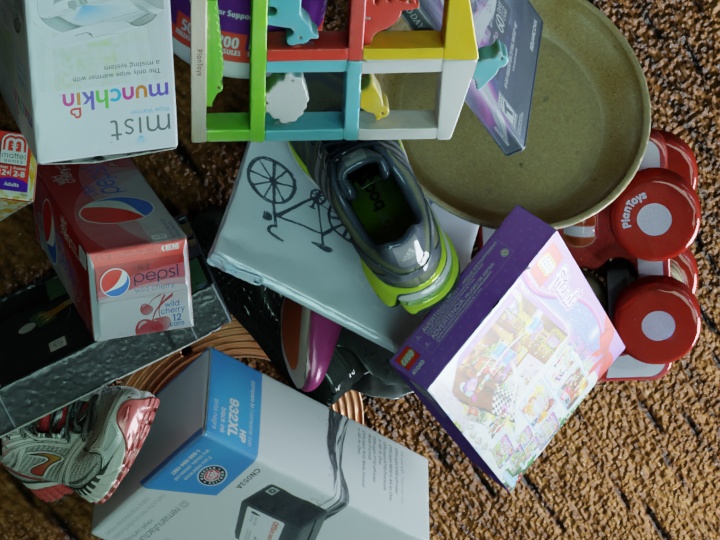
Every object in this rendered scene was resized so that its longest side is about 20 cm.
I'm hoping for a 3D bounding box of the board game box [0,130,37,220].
[{"bbox_3d":[-0.323,-0.065,1.534,0.199,0.151,0.047,7,80,-22],"label":"board game box"}]

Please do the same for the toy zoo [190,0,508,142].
[{"bbox_3d":[-0.007,-0.137,1.489,0.199,0.021,0.132,-2,133,-5],"label":"toy zoo"}]

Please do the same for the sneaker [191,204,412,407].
[{"bbox_3d":[-0.031,0.021,1.719,0.104,0.060,0.200,-38,93,-38],"label":"sneaker"}]

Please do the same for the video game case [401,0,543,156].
[{"bbox_3d":[0.057,-0.190,1.562,0.019,0.143,0.200,-21,125,27],"label":"video game case"}]

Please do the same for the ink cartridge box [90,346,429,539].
[{"bbox_3d":[-0.070,0.161,1.699,0.200,0.084,0.145,29,128,-26],"label":"ink cartridge box"}]

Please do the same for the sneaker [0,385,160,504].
[{"bbox_3d":[-0.206,0.112,1.629,0.082,0.200,0.078,36,62,-21],"label":"sneaker"}]

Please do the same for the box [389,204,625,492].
[{"bbox_3d":[0.105,0.057,1.629,0.137,0.039,0.200,-50,149,-8],"label":"box"}]

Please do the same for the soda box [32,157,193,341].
[{"bbox_3d":[-0.167,-0.022,1.578,0.070,0.200,0.064,-9,113,-16],"label":"soda box"}]

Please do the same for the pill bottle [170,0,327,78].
[{"bbox_3d":[-0.067,-0.226,1.490,0.112,0.113,0.201,-5,135,-17],"label":"pill bottle"}]

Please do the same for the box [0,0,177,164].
[{"bbox_3d":[-0.182,-0.184,1.510,0.096,0.200,0.177,-7,114,-15],"label":"box"}]

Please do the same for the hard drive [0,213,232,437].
[{"bbox_3d":[-0.192,0.040,1.620,0.199,0.140,0.038,-27,117,-3],"label":"hard drive"}]

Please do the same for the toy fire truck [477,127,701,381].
[{"bbox_3d":[0.167,-0.015,1.762,0.167,0.112,0.201,-1,112,7],"label":"toy fire truck"}]

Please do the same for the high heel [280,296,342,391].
[{"bbox_3d":[0.000,0.000,1.664,0.096,0.067,0.201,14,62,-16],"label":"high heel"}]

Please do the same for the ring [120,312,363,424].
[{"bbox_3d":[-0.094,0.122,1.762,0.200,0.019,0.201,-7,114,-17],"label":"ring"}]

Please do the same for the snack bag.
[{"bbox_3d":[-0.001,-0.040,1.639,0.188,0.201,0.021,27,144,-16],"label":"snack bag"}]

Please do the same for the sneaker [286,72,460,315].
[{"bbox_3d":[0.001,-0.069,1.564,0.074,0.200,0.081,-31,153,-4],"label":"sneaker"}]

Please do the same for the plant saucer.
[{"bbox_3d":[0.102,-0.113,1.669,0.199,0.035,0.201,4,68,-9],"label":"plant saucer"}]
